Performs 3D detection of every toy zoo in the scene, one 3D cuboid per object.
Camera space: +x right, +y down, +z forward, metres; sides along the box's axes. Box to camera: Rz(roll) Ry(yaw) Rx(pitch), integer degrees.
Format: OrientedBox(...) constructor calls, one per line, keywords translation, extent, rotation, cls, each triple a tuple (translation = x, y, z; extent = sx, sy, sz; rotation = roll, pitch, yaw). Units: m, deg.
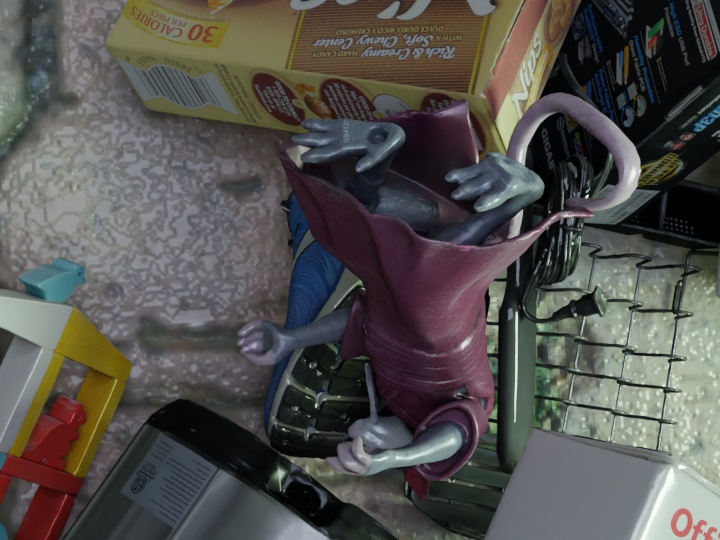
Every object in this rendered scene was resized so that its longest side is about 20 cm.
OrientedBox(translation=(-0.172, 0.088, 0.760), extent=(0.020, 0.131, 0.201), rotation=(19, 81, 28), cls="toy zoo")

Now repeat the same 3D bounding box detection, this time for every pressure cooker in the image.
OrientedBox(translation=(-0.076, 0.180, 0.743), extent=(0.178, 0.176, 0.200), rotation=(36, 77, -5), cls="pressure cooker")

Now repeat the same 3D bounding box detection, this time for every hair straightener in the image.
OrientedBox(translation=(0.086, -0.001, 0.774), extent=(0.077, 0.041, 0.201), rotation=(12, 95, 23), cls="hair straightener")

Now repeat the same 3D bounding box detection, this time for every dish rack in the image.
OrientedBox(translation=(0.103, 0.045, 0.847), extent=(0.153, 0.055, 0.201), rotation=(11, 85, -9), cls="dish rack")

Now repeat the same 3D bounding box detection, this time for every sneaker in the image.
OrientedBox(translation=(0.000, 0.000, 0.825), extent=(0.078, 0.089, 0.201), rotation=(17, 101, -29), cls="sneaker")

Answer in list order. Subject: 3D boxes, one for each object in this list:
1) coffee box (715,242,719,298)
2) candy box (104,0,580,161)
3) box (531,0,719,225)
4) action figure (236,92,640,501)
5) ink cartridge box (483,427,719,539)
OrientedBox(translation=(0.320, -0.073, 0.799), extent=(0.199, 0.200, 0.199), rotation=(8, 85, -28), cls="coffee box")
OrientedBox(translation=(-0.006, -0.122, 0.769), extent=(0.199, 0.055, 0.116), rotation=(11, 63, 26), cls="candy box")
OrientedBox(translation=(0.127, -0.144, 0.781), extent=(0.046, 0.159, 0.201), rotation=(2, 65, -27), cls="box")
OrientedBox(translation=(0.028, 0.016, 0.720), extent=(0.148, 0.134, 0.201), rotation=(-23, 135, -15), cls="action figure")
OrientedBox(translation=(0.106, 0.189, 0.721), extent=(0.145, 0.083, 0.201), rotation=(35, 75, -37), cls="ink cartridge box")
